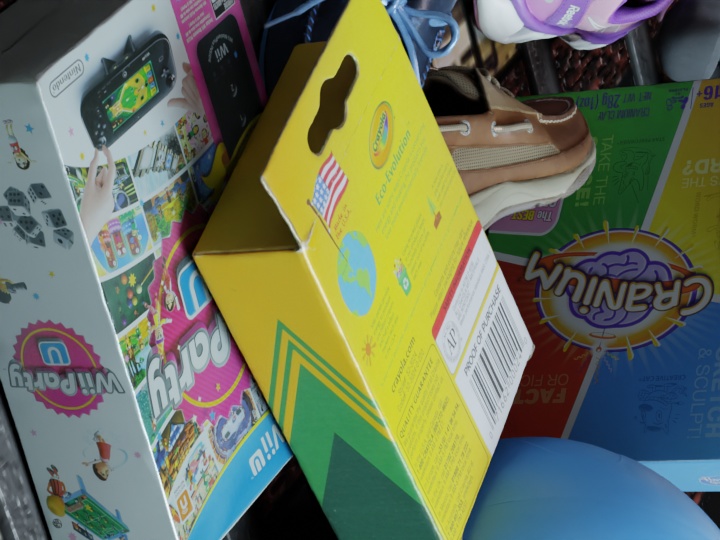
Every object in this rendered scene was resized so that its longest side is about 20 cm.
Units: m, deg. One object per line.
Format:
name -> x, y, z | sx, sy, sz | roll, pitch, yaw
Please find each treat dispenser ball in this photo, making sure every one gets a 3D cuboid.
treat dispenser ball -> 0.072, 0.171, 1.178 | 0.201, 0.200, 0.202 | 9, 80, -60

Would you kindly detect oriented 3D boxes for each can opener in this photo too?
can opener -> 0.183, -0.112, 1.502 | 0.200, 0.066, 0.054 | 108, -11, -75

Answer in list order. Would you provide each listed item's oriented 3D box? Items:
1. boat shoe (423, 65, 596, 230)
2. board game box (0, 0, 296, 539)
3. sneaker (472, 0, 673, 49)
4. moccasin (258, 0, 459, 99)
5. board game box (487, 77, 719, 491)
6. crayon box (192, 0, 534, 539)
boat shoe -> 0.051, -0.061, 1.292 | 0.200, 0.075, 0.072 | -29, 111, -60
board game box -> -0.082, -0.008, 1.058 | 0.148, 0.064, 0.201 | -48, 130, -52
sneaker -> 0.132, -0.155, 1.429 | 0.200, 0.088, 0.081 | -16, 101, -61
moccasin -> 0.004, -0.125, 1.201 | 0.080, 0.068, 0.201 | 24, 54, -22
board game box -> 0.132, 0.008, 1.348 | 0.040, 0.152, 0.201 | 40, 53, -51
crayon box -> 0.000, 0.000, 1.091 | 0.201, 0.051, 0.127 | 66, 34, -35
